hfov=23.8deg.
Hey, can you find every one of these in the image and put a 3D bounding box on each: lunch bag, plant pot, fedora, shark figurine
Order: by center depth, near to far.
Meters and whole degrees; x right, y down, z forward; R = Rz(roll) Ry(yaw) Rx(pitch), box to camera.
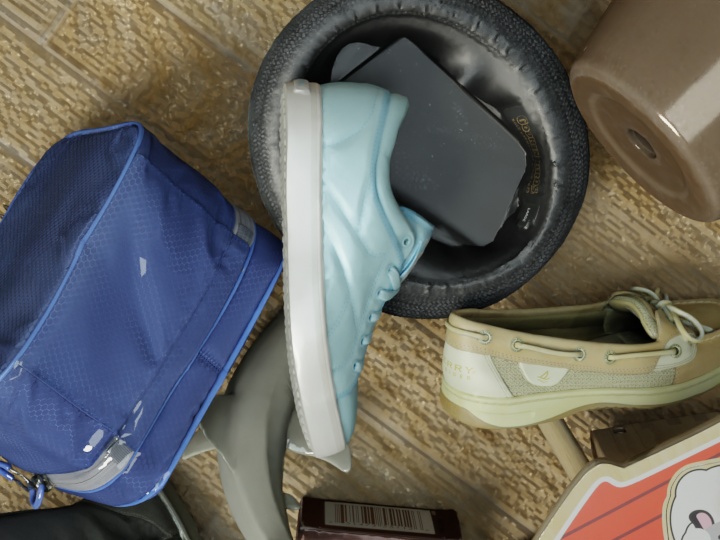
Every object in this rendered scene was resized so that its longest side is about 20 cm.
[{"bbox_3d":[0.212,-0.121,0.911,0.175,0.200,0.200,-43,96,-7],"label":"plant pot"},{"bbox_3d":[-0.138,0.035,0.932,0.132,0.136,0.201,37,72,-28],"label":"lunch bag"},{"bbox_3d":[-0.056,0.110,0.960,0.128,0.215,0.090,-27,142,13],"label":"shark figurine"},{"bbox_3d":[0.029,-0.074,0.976,0.199,0.092,0.202,-1,101,-7],"label":"fedora"}]

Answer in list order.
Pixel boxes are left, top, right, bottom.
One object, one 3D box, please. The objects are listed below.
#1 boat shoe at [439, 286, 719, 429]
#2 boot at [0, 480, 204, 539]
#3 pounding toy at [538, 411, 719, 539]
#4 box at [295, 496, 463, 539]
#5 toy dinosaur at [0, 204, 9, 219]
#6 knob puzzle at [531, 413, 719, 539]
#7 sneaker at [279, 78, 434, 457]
[{"bbox_3d":[0.139,0.039,0.980,0.199,0.073,0.064,-8,115,-19],"label":"boat shoe"},{"bbox_3d":[-0.149,0.199,0.939,0.073,0.200,0.182,-43,77,23],"label":"boot"},{"bbox_3d":[0.175,0.161,0.978,0.141,0.184,0.201,-8,105,-1],"label":"pounding toy"},{"bbox_3d":[0.001,0.244,1.025,0.099,0.075,0.201,5,98,-2],"label":"box"},{"bbox_3d":[-0.212,0.018,1.010,0.199,0.060,0.107,22,121,0],"label":"toy dinosaur"},{"bbox_3d":[0.163,0.184,0.872,0.218,0.030,0.221,-1,105,-3],"label":"knob puzzle"},{"bbox_3d":[0.000,0.000,0.900,0.081,0.074,0.201,-2,101,-4],"label":"sneaker"}]
